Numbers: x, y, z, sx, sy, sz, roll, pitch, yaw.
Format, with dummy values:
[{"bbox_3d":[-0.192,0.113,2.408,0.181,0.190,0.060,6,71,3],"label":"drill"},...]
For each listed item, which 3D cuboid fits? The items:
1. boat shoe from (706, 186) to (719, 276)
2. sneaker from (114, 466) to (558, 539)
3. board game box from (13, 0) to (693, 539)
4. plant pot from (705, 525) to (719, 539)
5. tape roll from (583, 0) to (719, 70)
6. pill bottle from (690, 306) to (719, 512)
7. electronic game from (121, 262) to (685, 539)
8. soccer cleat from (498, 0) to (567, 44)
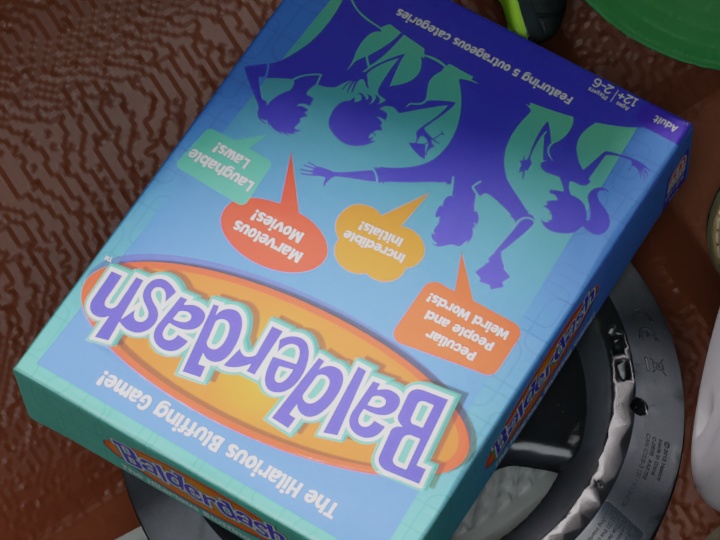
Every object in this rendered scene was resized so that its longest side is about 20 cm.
[{"bbox_3d":[0.209,0.028,0.990,0.200,0.074,0.076,27,98,5],"label":"boat shoe"},{"bbox_3d":[-0.016,0.106,1.032,0.200,0.079,0.078,-23,58,-13],"label":"sneaker"},{"bbox_3d":[0.000,0.000,0.975,0.152,0.045,0.200,28,69,15],"label":"board game box"},{"bbox_3d":[0.217,0.174,0.958,0.173,0.200,0.200,-7,94,-8],"label":"plant pot"},{"bbox_3d":[0.140,-0.168,0.950,0.200,0.048,0.201,-7,115,-14],"label":"tape roll"},{"bbox_3d":[0.213,0.047,0.902,0.200,0.109,0.109,15,96,-1],"label":"pill bottle"},{"bbox_3d":[0.014,0.049,0.998,0.200,0.042,0.200,-1,63,2],"label":"electronic game"},{"bbox_3d":[0.069,-0.180,1.000,0.081,0.068,0.200,-4,93,-1],"label":"soccer cleat"}]
